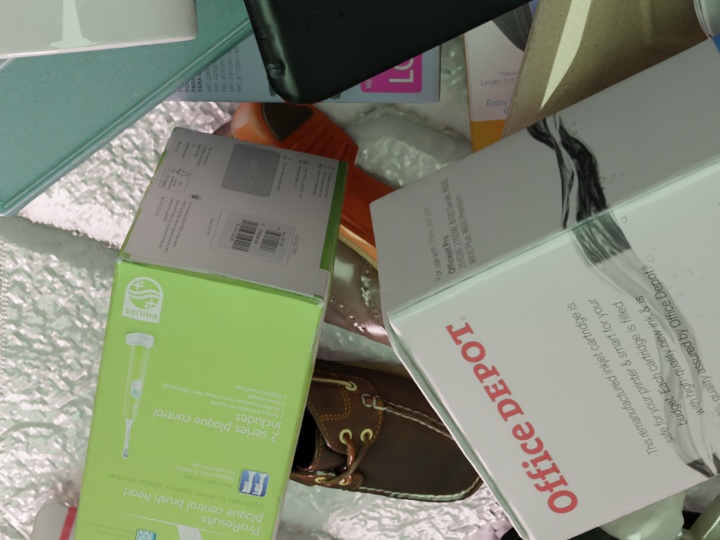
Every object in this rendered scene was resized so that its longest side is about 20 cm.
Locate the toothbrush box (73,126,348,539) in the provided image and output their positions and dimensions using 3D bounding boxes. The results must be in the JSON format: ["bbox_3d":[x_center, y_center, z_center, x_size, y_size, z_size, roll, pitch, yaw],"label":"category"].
[{"bbox_3d":[-0.068,0.060,0.760,0.086,0.146,0.201,13,115,-2],"label":"toothbrush box"}]

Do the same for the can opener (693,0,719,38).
[{"bbox_3d":[0.220,-0.134,0.718,0.199,0.066,0.053,-18,117,-27],"label":"can opener"}]

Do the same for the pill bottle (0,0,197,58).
[{"bbox_3d":[-0.116,-0.183,0.656,0.114,0.114,0.201,-5,98,5],"label":"pill bottle"}]

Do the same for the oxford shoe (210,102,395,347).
[{"bbox_3d":[0.000,0.000,0.848,0.200,0.071,0.073,45,121,-11],"label":"oxford shoe"}]

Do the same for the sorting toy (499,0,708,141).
[{"bbox_3d":[0.155,-0.087,0.759,0.199,0.036,0.186,5,108,-30],"label":"sorting toy"}]

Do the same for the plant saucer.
[{"bbox_3d":[-0.108,-0.095,0.750,0.200,0.019,0.070,-34,114,21],"label":"plant saucer"}]

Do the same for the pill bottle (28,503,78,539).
[{"bbox_3d":[-0.091,0.202,0.933,0.199,0.109,0.109,18,118,-8],"label":"pill bottle"}]

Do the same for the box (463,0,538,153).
[{"bbox_3d":[0.101,-0.152,0.772,0.118,0.042,0.201,-4,116,4],"label":"box"}]

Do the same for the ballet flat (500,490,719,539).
[{"bbox_3d":[0.172,0.137,0.918,0.199,0.068,0.069,9,110,-14],"label":"ballet flat"}]

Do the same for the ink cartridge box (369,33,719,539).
[{"bbox_3d":[0.122,0.004,0.687,0.199,0.084,0.145,-25,124,12],"label":"ink cartridge box"}]

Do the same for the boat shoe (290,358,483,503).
[{"bbox_3d":[-0.025,0.079,0.886,0.199,0.070,0.071,18,115,-9],"label":"boat shoe"}]

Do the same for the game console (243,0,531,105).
[{"bbox_3d":[0.016,-0.185,0.666,0.177,0.031,0.201,-30,118,-25],"label":"game console"}]

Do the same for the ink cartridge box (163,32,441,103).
[{"bbox_3d":[-0.063,-0.133,0.757,0.199,0.042,0.120,2,122,5],"label":"ink cartridge box"}]
